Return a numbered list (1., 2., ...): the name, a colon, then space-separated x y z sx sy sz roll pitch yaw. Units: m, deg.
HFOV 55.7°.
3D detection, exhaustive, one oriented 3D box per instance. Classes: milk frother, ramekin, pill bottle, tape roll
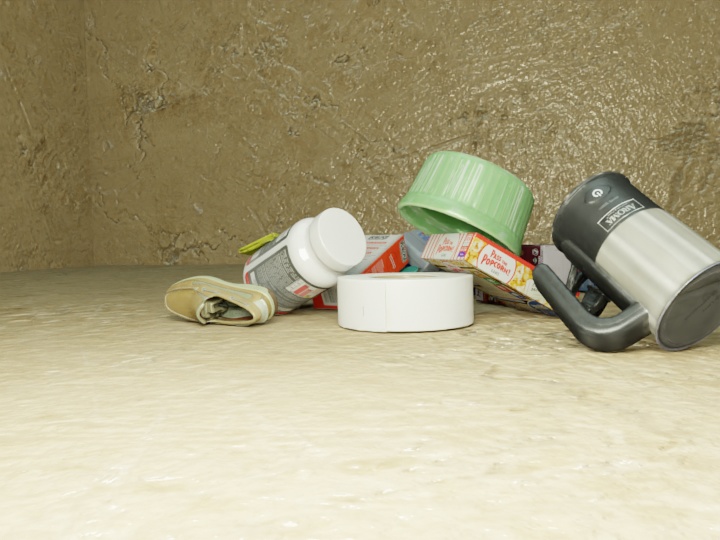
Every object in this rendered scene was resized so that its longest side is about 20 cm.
1. milk frother: 0.321 0.023 0.797 0.200 0.181 0.189 33 16 -41
2. ramekin: 0.165 -0.098 1.037 0.199 0.098 0.200 25 -7 3
3. pill bottle: -0.090 -0.013 1.085 0.115 0.117 0.199 -4 -19 -45
4. tape roll: 0.064 0.042 0.992 0.200 0.072 0.202 -1 3 0

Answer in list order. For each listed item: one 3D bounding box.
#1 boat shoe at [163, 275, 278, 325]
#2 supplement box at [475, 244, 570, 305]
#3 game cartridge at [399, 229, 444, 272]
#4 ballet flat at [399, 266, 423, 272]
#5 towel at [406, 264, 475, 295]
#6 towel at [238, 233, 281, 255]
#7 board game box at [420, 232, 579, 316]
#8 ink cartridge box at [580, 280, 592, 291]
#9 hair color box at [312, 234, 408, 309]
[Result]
1. boat shoe: -0.226 0.051 1.029 0.198 0.072 0.076 -1 18 26
2. supplement box: 0.283 0.008 1.210 0.060 0.110 0.200 -3 3 -25
3. game cartridge: 0.175 -0.045 1.406 0.199 0.042 0.133 -8 39 -31
4. ballet flat: 0.085 0.026 1.327 0.074 0.075 0.200 -2 7 -10
5. towel: 0.165 -0.015 1.426 0.146 0.050 0.200 -6 32 -15
6. towel: -0.122 -0.031 1.234 0.086 0.018 0.199 -24 -19 29
7. board game box: 0.211 0.007 1.049 0.199 0.047 0.151 27 -7 -19
8. ink cartridge box: 0.535 0.007 1.447 0.135 0.077 0.200 -2 2 -10
9. hair color box: 0.000 0.000 1.254 0.101 0.062 0.200 1 27 33
